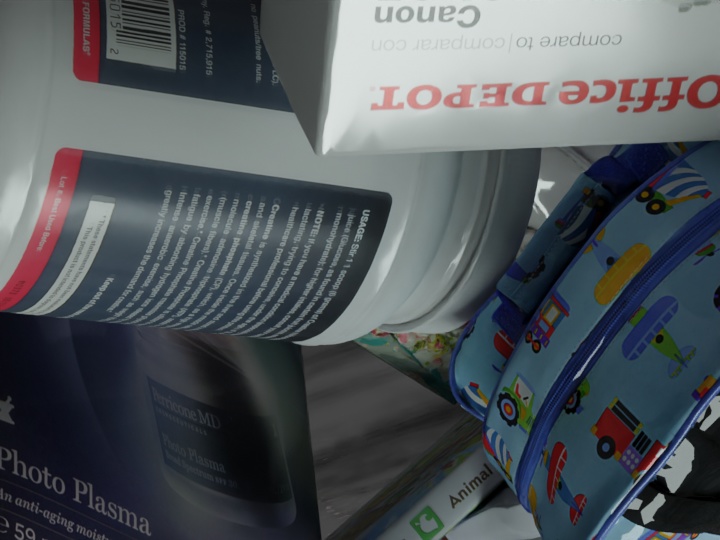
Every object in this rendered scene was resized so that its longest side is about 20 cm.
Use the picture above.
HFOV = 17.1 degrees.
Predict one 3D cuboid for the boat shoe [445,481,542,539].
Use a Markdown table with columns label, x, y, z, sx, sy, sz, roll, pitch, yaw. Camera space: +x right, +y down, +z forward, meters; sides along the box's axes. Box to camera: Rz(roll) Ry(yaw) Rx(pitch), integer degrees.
| label | x | y | z | sx | sy | sz | roll | pitch | yaw |
| --- | --- | --- | --- | --- | --- | --- | --- | --- | --- |
| boat shoe | 0.089 | 0.108 | 1.002 | 0.070 | 0.066 | 0.200 | -39 | 179 | -15 |

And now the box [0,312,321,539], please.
| label | x | y | z | sx | sy | sz | roll | pitch | yaw |
| --- | --- | --- | --- | --- | --- | --- | --- | --- | --- |
| box | -0.120 | 0.076 | 0.936 | 0.123 | 0.199 | 0.200 | -30 | 139 | 27 |

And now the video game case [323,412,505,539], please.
| label | x | y | z | sx | sy | sz | roll | pitch | yaw |
| --- | --- | --- | --- | --- | --- | --- | --- | --- | --- |
| video game case | 0.023 | 0.106 | 1.081 | 0.182 | 0.022 | 0.200 | -40 | 180 | -21 |

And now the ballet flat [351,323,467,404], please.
| label | x | y | z | sx | sy | sz | roll | pitch | yaw |
| --- | --- | --- | --- | --- | --- | --- | --- | --- | --- |
| ballet flat | 0.000 | 0.000 | 1.010 | 0.064 | 0.076 | 0.200 | -58 | 144 | 2 |

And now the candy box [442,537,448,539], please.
| label | x | y | z | sx | sy | sz | roll | pitch | yaw |
| --- | --- | --- | --- | --- | --- | --- | --- | --- | --- |
| candy box | 0.039 | 0.158 | 1.189 | 0.200 | 0.055 | 0.116 | -36 | 168 | -38 |

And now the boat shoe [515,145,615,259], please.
| label | x | y | z | sx | sy | sz | roll | pitch | yaw |
| --- | --- | --- | --- | --- | --- | --- | --- | --- | --- |
| boat shoe | 0.088 | -0.023 | 0.986 | 0.072 | 0.066 | 0.200 | -22 | 149 | 19 |

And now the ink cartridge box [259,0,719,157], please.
| label | x | y | z | sx | sy | sz | roll | pitch | yaw |
| --- | --- | --- | --- | --- | --- | --- | --- | --- | --- |
| ink cartridge box | 0.056 | -0.137 | 0.691 | 0.146 | 0.083 | 0.201 | -3 | 125 | -15 |

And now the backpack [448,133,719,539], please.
| label | x | y | z | sx | sy | sz | roll | pitch | yaw |
| --- | --- | --- | --- | --- | --- | --- | --- | --- | --- |
| backpack | 0.113 | 0.024 | 0.790 | 0.183 | 0.135 | 0.200 | -54 | 157 | 24 |

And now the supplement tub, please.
| label | x | y | z | sx | sy | sz | roll | pitch | yaw |
| --- | --- | --- | --- | --- | --- | --- | --- | --- | --- |
| supplement tub | -0.054 | -0.048 | 0.819 | 0.199 | 0.141 | 0.140 | 7 | 146 | -28 |
